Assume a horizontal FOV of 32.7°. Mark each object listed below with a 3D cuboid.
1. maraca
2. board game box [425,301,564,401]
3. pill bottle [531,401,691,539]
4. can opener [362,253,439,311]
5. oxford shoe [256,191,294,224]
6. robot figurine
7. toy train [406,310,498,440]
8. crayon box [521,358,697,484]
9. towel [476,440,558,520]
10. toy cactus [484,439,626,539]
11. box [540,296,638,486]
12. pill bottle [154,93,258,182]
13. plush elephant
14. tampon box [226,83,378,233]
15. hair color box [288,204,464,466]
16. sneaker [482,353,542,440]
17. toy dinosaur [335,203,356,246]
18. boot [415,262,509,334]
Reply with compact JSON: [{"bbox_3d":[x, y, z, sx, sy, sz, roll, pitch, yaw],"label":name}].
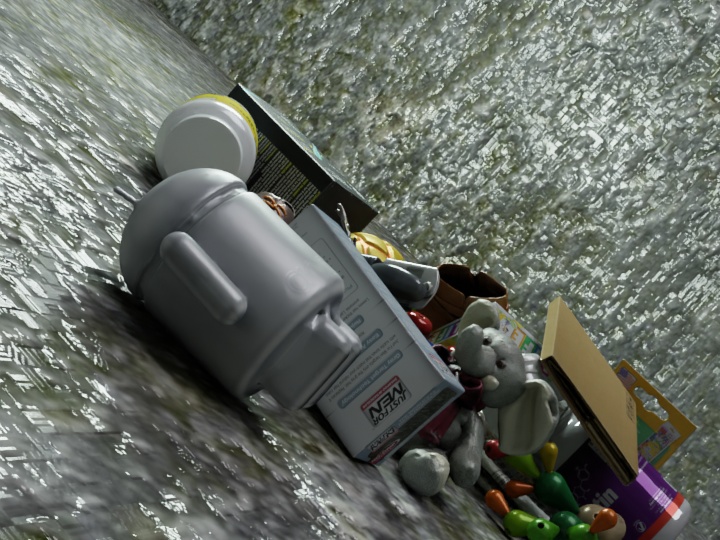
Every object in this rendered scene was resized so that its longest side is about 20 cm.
[{"bbox_3d":[0.013,0.014,1.508,0.137,0.108,0.199,38,9,31],"label":"maraca"},{"bbox_3d":[0.140,0.118,1.436,0.134,0.034,0.200,41,-33,-12],"label":"board game box"},{"bbox_3d":[0.274,0.242,1.407,0.200,0.113,0.112,45,6,11],"label":"pill bottle"},{"bbox_3d":[0.000,0.000,1.364,0.198,0.053,0.067,11,-26,37],"label":"can opener"},{"bbox_3d":[-0.105,-0.043,1.123,0.071,0.073,0.200,45,7,1],"label":"oxford shoe"},{"bbox_3d":[-0.091,0.008,0.866,0.200,0.113,0.170,44,1,9],"label":"robot figurine"},{"bbox_3d":[0.064,0.115,1.277,0.115,0.085,0.200,18,17,-49],"label":"toy train"},{"bbox_3d":[0.295,0.219,1.498,0.126,0.200,0.052,42,6,-1],"label":"crayon box"},{"bbox_3d":[0.179,0.245,1.353,0.200,0.035,0.192,44,6,19],"label":"towel"},{"bbox_3d":[0.216,0.246,1.218,0.164,0.103,0.200,14,25,-50],"label":"toy cactus"},{"bbox_3d":[0.255,0.127,1.359,0.164,0.021,0.200,54,19,-7],"label":"box"},{"bbox_3d":[-0.171,-0.137,1.375,0.112,0.113,0.200,41,6,-10],"label":"pill bottle"},{"bbox_3d":[0.089,0.110,1.126,0.165,0.155,0.200,46,7,32],"label":"plush elephant"},{"bbox_3d":[-0.104,-0.108,1.545,0.200,0.126,0.150,46,7,25],"label":"tampon box"},{"bbox_3d":[-0.013,0.053,1.032,0.201,0.099,0.061,53,7,26],"label":"hair color box"},{"bbox_3d":[0.150,0.160,1.338,0.200,0.074,0.090,114,-31,-68],"label":"sneaker"},{"bbox_3d":[-0.037,0.028,1.261,0.182,0.104,0.202,70,-2,-63],"label":"toy dinosaur"},{"bbox_3d":[0.163,0.068,1.467,0.198,0.077,0.156,21,-40,8],"label":"boot"}]
